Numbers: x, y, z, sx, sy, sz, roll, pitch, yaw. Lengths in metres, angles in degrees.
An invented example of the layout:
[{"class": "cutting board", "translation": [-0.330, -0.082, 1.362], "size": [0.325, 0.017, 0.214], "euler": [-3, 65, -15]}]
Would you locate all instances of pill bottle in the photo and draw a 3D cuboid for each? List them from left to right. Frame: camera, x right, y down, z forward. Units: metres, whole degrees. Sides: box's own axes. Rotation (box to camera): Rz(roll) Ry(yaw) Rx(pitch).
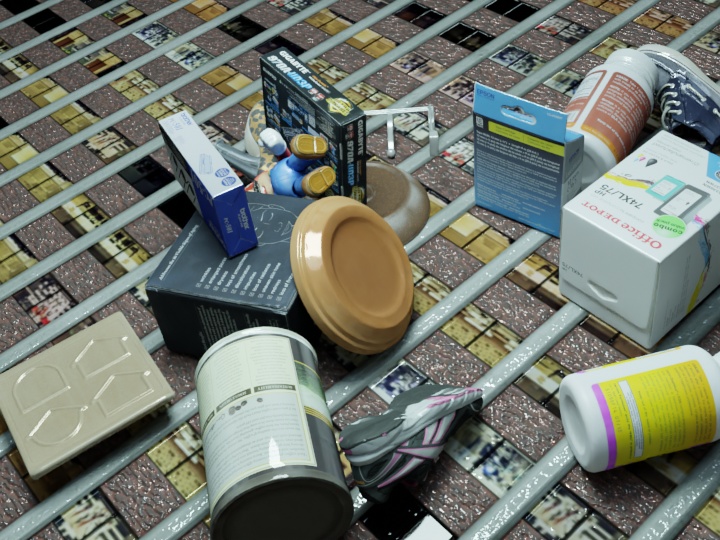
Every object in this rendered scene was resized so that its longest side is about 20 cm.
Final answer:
[{"class": "pill bottle", "translation": [0.353, -0.221, 1.302], "size": [0.111, 0.113, 0.201], "euler": [22, 62, 28]}, {"class": "pill bottle", "translation": [0.320, 0.141, 0.965], "size": [0.196, 0.105, 0.105], "euler": [-13, 44, -4]}]

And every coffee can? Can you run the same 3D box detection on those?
[{"class": "coffee can", "translation": [-0.097, 0.183, 0.960], "size": [0.143, 0.148, 0.202], "euler": [-13, 44, -5]}]

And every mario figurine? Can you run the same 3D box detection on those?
[{"class": "mario figurine", "translation": [-0.116, -0.114, 1.254], "size": [0.105, 0.199, 0.126], "euler": [23, 67, -21]}]

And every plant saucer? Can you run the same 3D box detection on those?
[{"class": "plant saucer", "translation": [0.000, 0.000, 1.108], "size": [0.037, 0.200, 0.202], "euler": [-25, 29, 41]}, {"class": "plant saucer", "translation": [0.003, -0.101, 1.313], "size": [0.196, 0.037, 0.203], "euler": [-5, 43, 5]}]

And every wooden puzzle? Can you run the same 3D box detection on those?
[{"class": "wooden puzzle", "translation": [-0.340, 0.153, 1.109], "size": [0.183, 0.047, 0.200], "euler": [-29, 43, -20]}]

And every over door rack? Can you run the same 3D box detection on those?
[{"class": "over door rack", "translation": [0.044, -0.197, 1.368], "size": [0.144, 0.068, 0.201], "euler": [-4, 23, 5]}]

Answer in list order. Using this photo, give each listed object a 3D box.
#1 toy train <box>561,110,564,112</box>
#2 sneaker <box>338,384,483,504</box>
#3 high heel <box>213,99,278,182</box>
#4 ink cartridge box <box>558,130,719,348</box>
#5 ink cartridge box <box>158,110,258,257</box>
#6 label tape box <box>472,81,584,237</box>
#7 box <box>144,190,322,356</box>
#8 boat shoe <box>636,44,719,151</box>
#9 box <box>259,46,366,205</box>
[{"class": "toy train", "translation": [0.367, -0.250, 1.396], "size": [0.197, 0.046, 0.034], "euler": [-23, 45, -14]}, {"class": "sneaker", "translation": [0.058, 0.187, 0.990], "size": [0.198, 0.088, 0.080], "euler": [-19, 13, -36]}, {"class": "high heel", "translation": [-0.125, -0.198, 1.427], "size": [0.141, 0.072, 0.200], "euler": [29, 47, 13]}, {"class": "ink cartridge box", "translation": [0.362, -0.041, 1.112], "size": [0.199, 0.148, 0.146], "euler": [-35, 49, -24]}, {"class": "ink cartridge box", "translation": [-0.194, -0.113, 1.142], "size": [0.044, 0.095, 0.200], "euler": [-25, 45, -17]}, {"class": "label tape box", "translation": [0.225, -0.159, 1.216], "size": [0.142, 0.203, 0.066], "euler": [25, 51, 31]}, {"class": "box", "translation": [-0.136, 0.008, 1.160], "size": [0.193, 0.125, 0.202], "euler": [10, 46, 18]}, {"class": "boat shoe", "translation": [0.470, -0.254, 1.344], "size": [0.199, 0.075, 0.092], "euler": [40, 64, 21]}, {"class": "box", "translation": [-0.067, -0.195, 1.267], "size": [0.046, 0.161, 0.200], "euler": [-28, 52, -25]}]
